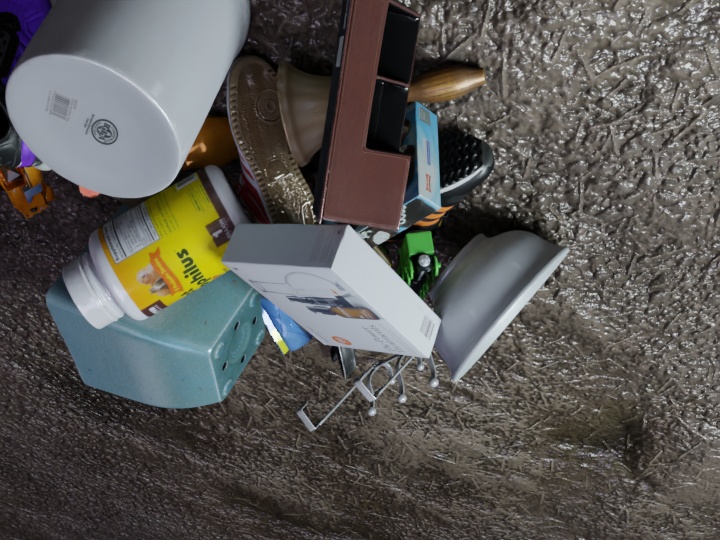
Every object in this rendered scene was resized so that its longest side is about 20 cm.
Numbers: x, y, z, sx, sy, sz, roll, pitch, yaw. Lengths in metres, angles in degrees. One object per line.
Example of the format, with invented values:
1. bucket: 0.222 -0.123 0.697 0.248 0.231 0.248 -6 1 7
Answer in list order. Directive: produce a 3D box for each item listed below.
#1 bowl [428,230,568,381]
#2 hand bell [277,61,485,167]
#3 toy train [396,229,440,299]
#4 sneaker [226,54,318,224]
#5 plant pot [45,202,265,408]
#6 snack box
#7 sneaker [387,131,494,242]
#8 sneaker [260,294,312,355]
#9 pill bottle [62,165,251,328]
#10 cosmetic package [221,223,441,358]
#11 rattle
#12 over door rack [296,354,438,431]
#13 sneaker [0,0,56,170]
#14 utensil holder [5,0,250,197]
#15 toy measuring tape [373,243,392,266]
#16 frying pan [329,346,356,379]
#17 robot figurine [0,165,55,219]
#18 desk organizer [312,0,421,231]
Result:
1. bowl: 0.142 0.023 0.950 0.090 0.200 0.202 42 143 12
2. hand bell: 0.026 -0.172 0.821 0.196 0.105 0.105 -9 138 8
3. toy train: 0.060 0.003 0.984 0.041 0.057 0.200 -7 165 -6
4. sneaker: -0.109 -0.131 0.906 0.070 0.112 0.203 -21 108 -18
5. plant pot: -0.231 0.055 1.035 0.197 0.197 0.198 20 144 15
6. snack box: 0.003 -0.081 0.892 0.037 0.118 0.199 23 143 -35
7. sneaker: 0.077 -0.085 0.917 0.198 0.071 0.089 -22 144 37
8. sneaker: -0.117 0.020 1.114 0.078 0.066 0.202 -31 121 -7
9. pill bottle: -0.215 -0.021 0.895 0.198 0.110 0.110 -30 135 -3
10. cosmetic package: -0.027 0.023 0.864 0.149 0.052 0.200 6 154 39
11. rattle: -0.242 -0.139 0.972 0.131 0.142 0.199 58 149 -2
12. over door rack: 0.028 0.161 1.131 0.147 0.199 0.067 -34 83 42
13. sneaker: -0.343 -0.200 0.799 0.069 0.204 0.099 0 -175 34
14. utensil holder: -0.205 -0.192 0.756 0.167 0.202 0.171 8 142 6
15. toy measuring tape: 0.000 0.000 0.957 0.072 0.200 0.075 0 99 2
16. frying pan: -0.026 0.113 1.154 0.030 0.116 0.192 -14 141 -5
17. robot figurine: -0.416 -0.162 0.942 0.145 0.058 0.202 44 152 28
18. desk organizer: 0.009 -0.143 0.757 0.075 0.072 0.204 7 100 -9
